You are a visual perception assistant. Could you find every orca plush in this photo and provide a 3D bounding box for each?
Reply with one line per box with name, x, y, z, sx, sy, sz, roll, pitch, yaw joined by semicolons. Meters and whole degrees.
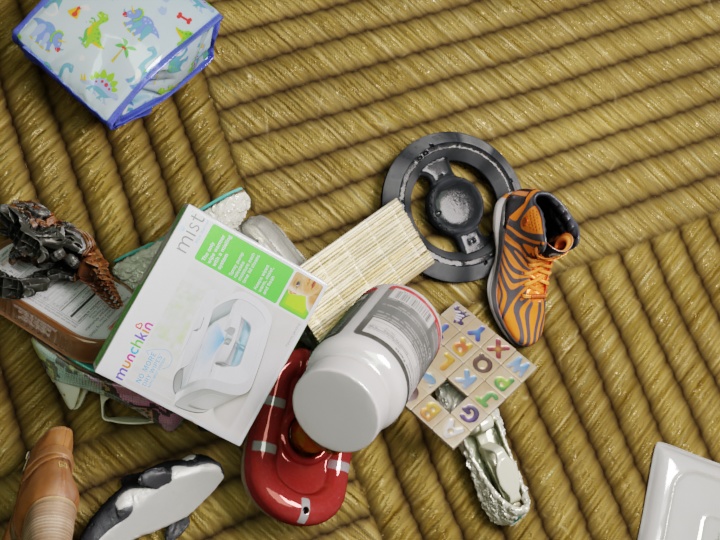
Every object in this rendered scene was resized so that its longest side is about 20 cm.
orca plush;-0.254;0.268;1.080;0.200;0.071;0.105;-44;131;-8

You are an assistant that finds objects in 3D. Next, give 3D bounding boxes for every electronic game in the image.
electronic game;0.122;-0.083;1.242;0.198;0.042;0.202;2;82;-14

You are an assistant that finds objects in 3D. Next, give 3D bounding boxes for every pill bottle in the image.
pill bottle;0.009;0.103;1.025;0.114;0.114;0.200;40;32;2

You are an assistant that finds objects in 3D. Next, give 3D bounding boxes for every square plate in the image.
square plate;0.447;0.339;1.191;0.197;0.028;0.201;19;73;-4

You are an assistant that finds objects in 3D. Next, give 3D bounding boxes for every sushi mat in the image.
sushi mat;0.000;0.000;1.149;0.200;0.012;0.096;-36;95;-27

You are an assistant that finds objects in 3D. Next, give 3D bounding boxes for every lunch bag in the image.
lunch bag;-0.299;-0.288;1.178;0.170;0.128;0.200;41;62;2

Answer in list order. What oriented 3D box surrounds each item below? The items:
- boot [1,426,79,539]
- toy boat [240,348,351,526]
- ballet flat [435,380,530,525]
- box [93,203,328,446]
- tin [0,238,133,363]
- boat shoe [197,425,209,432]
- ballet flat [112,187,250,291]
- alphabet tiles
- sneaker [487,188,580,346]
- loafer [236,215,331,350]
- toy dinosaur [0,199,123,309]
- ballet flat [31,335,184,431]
boot;-0.358;0.279;1.029;0.073;0.200;0.155;26;32;-32
toy boat;-0.053;0.187;1.077;0.130;0.131;0.201;18;71;-25
ballet flat;0.155;0.208;1.147;0.071;0.072;0.201;-21;79;-15
box;-0.163;0.055;1.033;0.176;0.097;0.201;31;87;-14
tin;-0.344;0.031;1.096;0.199;0.042;0.112;31;45;4
boat shoe;-0.175;0.096;1.122;0.062;0.075;0.202;-5;81;-18
ballet flat;-0.203;-0.026;1.129;0.199;0.072;0.072;-28;80;16
alphabet tiles;0.091;0.102;1.159;0.200;0.008;0.167;40;56;20
sneaker;0.217;-0.003;1.181;0.077;0.112;0.202;-7;93;-26
loafer;-0.078;0.016;1.164;0.201;0.070;0.070;54;33;-8
toy dinosaur;-0.340;-0.024;1.059;0.199;0.135;0.103;12;102;28
ballet flat;-0.296;0.136;1.098;0.199;0.069;0.072;22;98;-4
